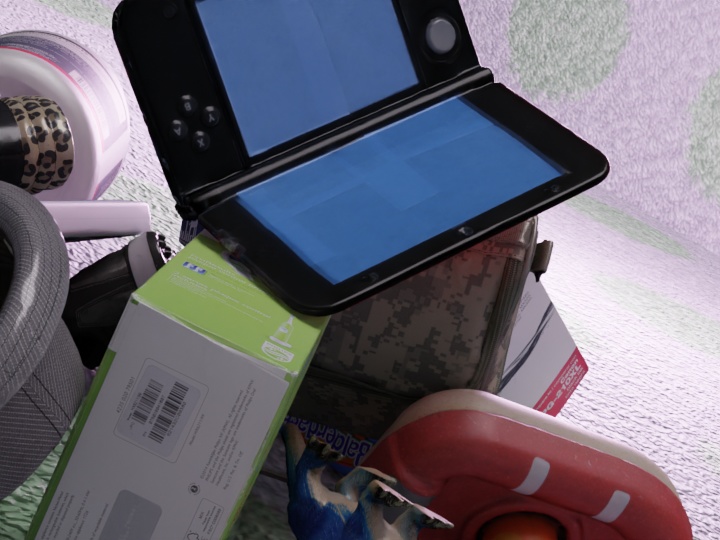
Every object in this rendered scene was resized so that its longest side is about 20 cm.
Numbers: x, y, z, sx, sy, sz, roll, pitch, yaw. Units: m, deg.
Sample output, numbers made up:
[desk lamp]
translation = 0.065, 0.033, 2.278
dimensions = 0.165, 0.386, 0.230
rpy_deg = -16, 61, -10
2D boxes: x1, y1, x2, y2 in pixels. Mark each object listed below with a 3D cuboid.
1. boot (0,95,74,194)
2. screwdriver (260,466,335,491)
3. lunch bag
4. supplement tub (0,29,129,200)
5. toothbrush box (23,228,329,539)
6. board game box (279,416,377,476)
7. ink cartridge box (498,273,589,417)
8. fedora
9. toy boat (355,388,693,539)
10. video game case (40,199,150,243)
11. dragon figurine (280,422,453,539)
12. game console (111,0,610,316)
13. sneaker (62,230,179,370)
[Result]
[boot]
translation = -0.274, -0.069, 1.109
dimensions = 0.153, 0.074, 0.203
rpy_deg = -8, 10, -29
[screwdriver]
translation = -0.015, 0.127, 1.069
dimensions = 0.199, 0.029, 0.028
rpy_deg = 26, 11, -21
[lunch bag]
translation = 0.000, 0.000, 1.056
dimensions = 0.199, 0.168, 0.140
rpy_deg = 16, 56, 2
[supplement tub]
translation = -0.240, -0.096, 1.303
dimensions = 0.140, 0.141, 0.200
rpy_deg = 24, 12, -4
[toothbrush box]
translation = -0.083, 0.072, 0.900
dimensions = 0.086, 0.146, 0.200
rpy_deg = 26, 13, 1
[board game box]
translation = 0.028, 0.102, 1.236
dimensions = 0.152, 0.045, 0.200
rpy_deg = 31, 14, 27
[ink cartridge box]
translation = 0.071, 0.029, 1.360
dimensions = 0.144, 0.084, 0.200
rpy_deg = 32, -12, 32
[fedora]
translation = -0.201, 0.047, 0.827
dimensions = 0.199, 0.178, 0.090
rpy_deg = -1, -40, 32
[toy boat]
translation = 0.091, 0.160, 1.009
dimensions = 0.199, 0.131, 0.131
rpy_deg = 20, 43, -19
[video game case]
translation = -0.246, -0.022, 1.045
dimensions = 0.181, 0.024, 0.200
rpy_deg = -5, 0, 23
[dragon figurine]
translation = -0.019, 0.141, 0.896
dimensions = 0.059, 0.100, 0.200
rpy_deg = 32, -1, -40
[game console]
translation = 0.002, -0.093, 0.939
dimensions = 0.199, 0.173, 0.118
rpy_deg = -25, 13, -27
[sneaker]
translation = -0.146, 0.026, 1.145
dimensions = 0.200, 0.090, 0.067
rpy_deg = 76, -7, -80
